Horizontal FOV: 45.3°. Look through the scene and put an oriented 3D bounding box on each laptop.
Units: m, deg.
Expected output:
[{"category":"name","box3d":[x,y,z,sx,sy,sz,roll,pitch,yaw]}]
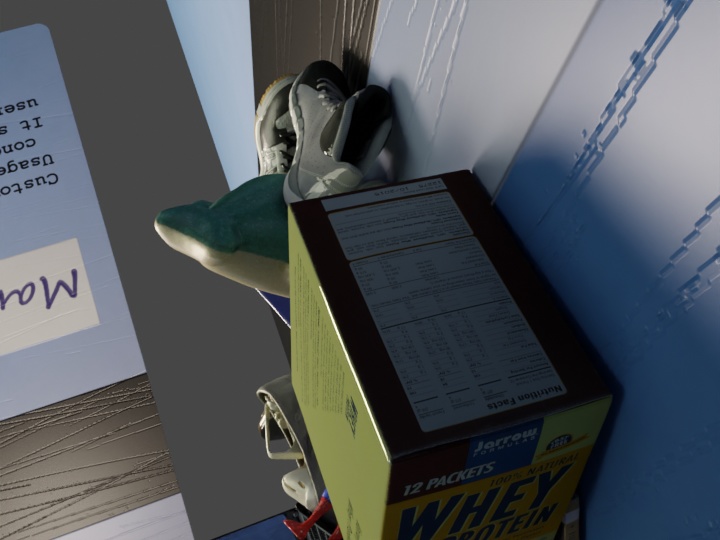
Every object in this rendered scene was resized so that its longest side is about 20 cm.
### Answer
[{"category":"laptop","box3d":[-0.069,0.330,0.909,0.199,0.116,0.188,31,157,18]}]

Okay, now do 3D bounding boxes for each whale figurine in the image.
[{"category":"whale figurine","box3d":[-0.092,-0.040,0.774,0.158,0.105,0.200,25,-174,26]}]

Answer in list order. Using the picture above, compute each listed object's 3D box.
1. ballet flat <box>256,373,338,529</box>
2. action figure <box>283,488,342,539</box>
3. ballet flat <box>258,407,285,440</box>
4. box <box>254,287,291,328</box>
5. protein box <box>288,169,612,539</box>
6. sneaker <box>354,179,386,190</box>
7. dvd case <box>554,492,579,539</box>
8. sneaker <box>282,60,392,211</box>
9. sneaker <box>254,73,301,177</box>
[{"category":"ballet flat","box3d":[-0.062,0.203,0.916,0.068,0.063,0.201,97,153,-53]},{"category":"action figure","box3d":[-0.002,0.175,0.853,0.065,0.200,0.099,49,166,-28]},{"category":"ballet flat","box3d":[-0.052,0.131,1.059,0.067,0.200,0.046,34,-166,-49]},{"category":"box","box3d":[-0.082,0.021,0.944,0.200,0.032,0.121,43,-178,31]},{"category":"protein box","box3d":[0.041,0.080,0.582,0.200,0.133,0.201,94,159,-46]},{"category":"sneaker","box3d":[0.033,0.016,0.787,0.081,0.075,0.202,6,108,50]},{"category":"dvd case","box3d":[0.130,0.194,0.679,0.149,0.016,0.202,-121,17,-54]},{"category":"sneaker","box3d":[-0.010,-0.139,0.769,0.115,0.074,0.202,-42,37,42]},{"category":"sneaker","box3d":[-0.068,-0.099,0.892,0.088,0.075,0.202,53,142,44]}]
